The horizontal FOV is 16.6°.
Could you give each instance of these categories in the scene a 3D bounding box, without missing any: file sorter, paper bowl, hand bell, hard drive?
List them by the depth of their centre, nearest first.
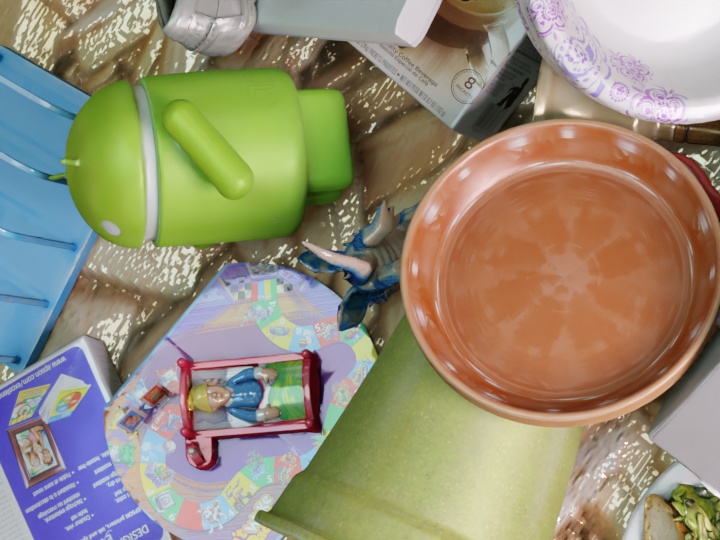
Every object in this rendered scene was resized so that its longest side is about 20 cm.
[{"bbox_3d":[0.190,-0.195,1.529,0.199,0.104,0.202,-1,99,-4],"label":"paper bowl"},{"bbox_3d":[0.214,-0.090,1.597,0.199,0.104,0.105,9,89,10],"label":"hand bell"},{"bbox_3d":[0.003,-0.214,1.637,0.200,0.027,0.132,13,76,57],"label":"hard drive"},{"bbox_3d":[-0.271,-0.049,1.751,0.138,0.123,0.201,29,96,20],"label":"file sorter"}]

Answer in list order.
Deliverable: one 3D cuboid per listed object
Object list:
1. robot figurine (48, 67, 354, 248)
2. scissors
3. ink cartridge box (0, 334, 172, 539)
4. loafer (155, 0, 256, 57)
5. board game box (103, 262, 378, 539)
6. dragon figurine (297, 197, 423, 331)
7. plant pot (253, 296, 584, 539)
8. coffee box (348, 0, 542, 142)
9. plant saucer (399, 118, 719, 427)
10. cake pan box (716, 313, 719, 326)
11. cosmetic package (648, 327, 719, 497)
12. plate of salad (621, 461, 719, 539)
[{"bbox_3d":[-0.108,-0.076,1.670,0.199,0.175,0.116,-5,82,-12],"label":"robot figurine"},{"bbox_3d":[0.248,-0.018,1.513,0.199,0.014,0.074,19,91,31],"label":"scissors"},{"bbox_3d":[-0.230,0.179,1.758,0.198,0.043,0.201,-29,74,16],"label":"ink cartridge box"},{"bbox_3d":[-0.121,-0.240,1.713,0.070,0.069,0.201,-43,49,42],"label":"loafer"},{"bbox_3d":[-0.082,0.091,1.687,0.158,0.039,0.200,40,89,15],"label":"board game box"},{"bbox_3d":[0.000,0.000,1.602,0.099,0.200,0.059,-32,87,31],"label":"dragon figurine"},{"bbox_3d":[0.060,0.119,1.586,0.200,0.200,0.185,23,83,21],"label":"plant pot"},{"bbox_3d":[0.094,-0.200,1.643,0.113,0.080,0.200,41,100,20],"label":"coffee box"},{"bbox_3d":[0.124,0.002,1.521,0.199,0.032,0.201,-4,67,8],"label":"plant saucer"},{"bbox_3d":[0.324,-0.019,1.538,0.184,0.052,0.201,27,97,10],"label":"cake pan box"},{"bbox_3d":[0.274,0.051,1.470,0.107,0.090,0.200,39,126,-2],"label":"cosmetic package"},{"bbox_3d":[0.255,0.202,1.567,0.199,0.048,0.201,-2,84,21],"label":"plate of salad"}]
